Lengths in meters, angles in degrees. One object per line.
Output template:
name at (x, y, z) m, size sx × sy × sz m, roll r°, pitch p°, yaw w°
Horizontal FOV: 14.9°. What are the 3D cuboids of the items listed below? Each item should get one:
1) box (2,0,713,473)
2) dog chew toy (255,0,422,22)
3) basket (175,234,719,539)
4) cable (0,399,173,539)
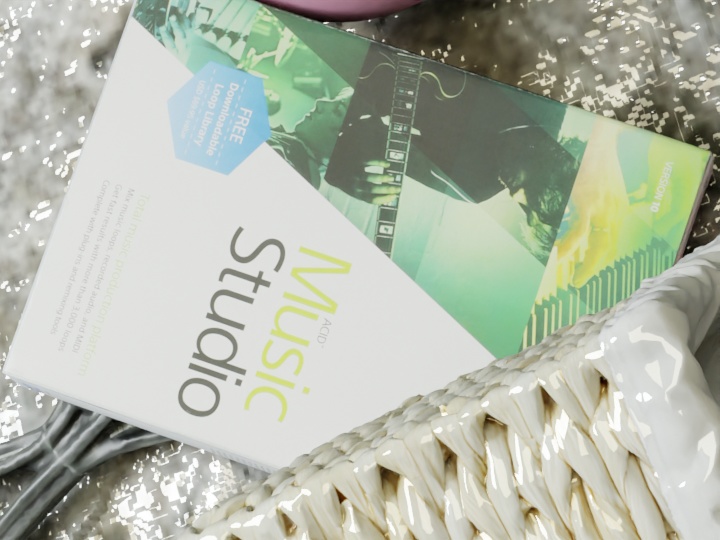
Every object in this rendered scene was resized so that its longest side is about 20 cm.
box at (0.000, 0.000, 0.900) m, size 0.199 × 0.036 × 0.145 m, roll 18°, pitch 84°, yaw 5°
dog chew toy at (-0.047, -0.154, 0.945) m, size 0.199 × 0.124 × 0.125 m, roll 12°, pitch 82°, yaw 32°
basket at (0.074, 0.111, 0.766) m, size 0.160 × 0.200 × 0.199 m, roll -24°, pitch 90°, yaw 20°
cable at (-0.087, 0.050, 0.963) m, size 0.097 × 0.050 × 0.200 m, roll 40°, pitch 106°, yaw 8°
